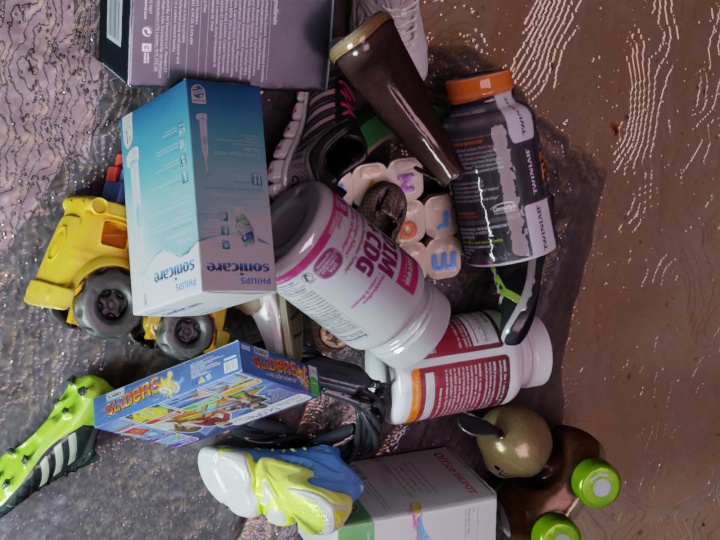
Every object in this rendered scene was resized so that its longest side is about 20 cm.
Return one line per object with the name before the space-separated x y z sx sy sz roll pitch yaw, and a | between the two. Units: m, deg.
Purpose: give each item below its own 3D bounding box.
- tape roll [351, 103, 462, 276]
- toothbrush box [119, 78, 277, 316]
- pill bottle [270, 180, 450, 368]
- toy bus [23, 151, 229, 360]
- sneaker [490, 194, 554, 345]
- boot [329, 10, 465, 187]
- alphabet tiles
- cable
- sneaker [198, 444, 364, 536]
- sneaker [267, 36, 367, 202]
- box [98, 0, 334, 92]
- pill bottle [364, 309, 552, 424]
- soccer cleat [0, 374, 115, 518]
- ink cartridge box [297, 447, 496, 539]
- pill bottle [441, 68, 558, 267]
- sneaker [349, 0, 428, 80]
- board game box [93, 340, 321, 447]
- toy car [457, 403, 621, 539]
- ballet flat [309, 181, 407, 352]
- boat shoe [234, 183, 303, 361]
tape roll | 0.047 -0.090 1.522 0.200 0.048 0.201 -7 109 -20
toothbrush box | -0.157 -0.064 1.300 0.085 0.146 0.201 2 78 -35
pill bottle | -0.008 0.009 1.380 0.200 0.113 0.113 38 90 -30
toy bus | -0.221 -0.016 1.405 0.200 0.136 0.193 19 83 -28
sneaker | 0.167 -0.008 1.556 0.083 0.072 0.201 10 64 8
boot | 0.049 -0.162 1.336 0.072 0.200 0.167 -37 85 4
alphabet tiles | 0.013 -0.025 1.493 0.199 0.015 0.196 -10 113 -14
cable | -0.071 0.151 1.528 0.199 0.051 0.163 12 133 -6
sneaker | -0.082 0.232 1.522 0.105 0.200 0.076 -29 130 -47
sneaker | -0.025 -0.151 1.420 0.200 0.087 0.074 -70 154 -21
box | -0.144 -0.241 1.341 0.199 0.148 0.107 -2 107 -21
pill bottle | 0.114 0.107 1.576 0.199 0.113 0.113 -8 109 -20
soccer cleat | -0.330 0.200 1.456 0.200 0.068 0.081 -47 130 -3
ink cartridge box | 0.040 0.282 1.583 0.199 0.145 0.088 -8 110 -20
pill bottle | 0.143 -0.112 1.459 0.106 0.106 0.201 -15 101 -17
sneaker | 0.030 -0.277 1.427 0.078 0.099 0.201 -25 114 -13
board game box | -0.160 0.133 1.424 0.200 0.035 0.135 -22 153 28
toy car | 0.178 0.224 1.620 0.200 0.164 0.158 35 91 -18
ballet flat | 0.000 0.000 1.464 0.067 0.046 0.201 19 103 -22
boat shoe | -0.108 0.011 1.437 0.068 0.075 0.201 -9 101 9
